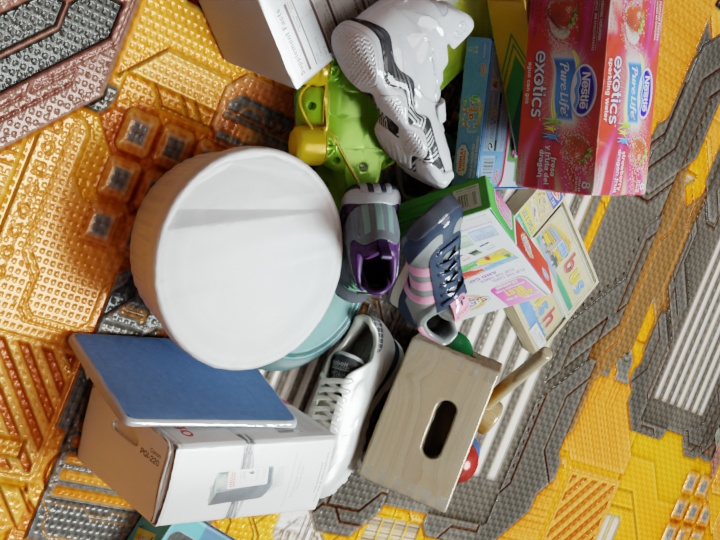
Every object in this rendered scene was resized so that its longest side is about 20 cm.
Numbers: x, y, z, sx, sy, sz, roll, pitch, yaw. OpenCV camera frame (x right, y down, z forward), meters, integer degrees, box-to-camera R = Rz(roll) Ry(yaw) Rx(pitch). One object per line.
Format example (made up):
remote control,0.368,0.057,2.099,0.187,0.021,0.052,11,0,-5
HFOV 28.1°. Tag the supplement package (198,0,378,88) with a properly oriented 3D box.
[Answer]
supplement package,-0.040,-0.276,1.303,0.200,0.113,0.110,-42,132,-21

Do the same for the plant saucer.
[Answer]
plant saucer,-0.059,0.012,1.470,0.199,0.027,0.202,-19,120,-37

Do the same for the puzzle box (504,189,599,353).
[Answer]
puzzle box,0.214,-0.009,1.726,0.133,0.025,0.201,-48,134,-19

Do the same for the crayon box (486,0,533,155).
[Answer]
crayon box,0.191,-0.231,1.451,0.127,0.050,0.202,-37,123,-37

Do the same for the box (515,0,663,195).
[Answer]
box,0.221,-0.175,1.385,0.099,0.095,0.203,-4,101,-48

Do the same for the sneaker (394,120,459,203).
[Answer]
sneaker,0.103,-0.135,1.529,0.201,0.083,0.121,-60,146,-5

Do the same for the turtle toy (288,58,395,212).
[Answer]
turtle toy,-0.009,-0.140,1.394,0.144,0.101,0.203,0,104,-19

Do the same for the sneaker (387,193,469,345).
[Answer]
sneaker,0.082,0.002,1.397,0.070,0.082,0.201,-36,161,-20

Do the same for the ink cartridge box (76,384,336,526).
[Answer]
ink cartridge box,-0.146,0.168,1.365,0.199,0.145,0.086,5,106,-45

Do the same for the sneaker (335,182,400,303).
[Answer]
sneaker,0.000,0.000,1.387,0.073,0.088,0.201,-3,152,-6

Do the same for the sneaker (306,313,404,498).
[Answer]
sneaker,-0.025,0.141,1.513,0.202,0.076,0.081,-66,156,-16

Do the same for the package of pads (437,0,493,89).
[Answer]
package of pads,0.088,-0.285,1.455,0.200,0.068,0.155,-45,133,-20

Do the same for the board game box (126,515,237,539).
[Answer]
board game box,-0.203,0.346,1.457,0.201,0.047,0.151,-57,136,-9

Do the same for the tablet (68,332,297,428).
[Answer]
tablet,-0.163,0.104,1.333,0.199,0.130,0.014,6,121,-43

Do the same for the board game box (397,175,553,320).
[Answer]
board game box,0.100,-0.013,1.513,0.200,0.152,0.041,47,32,-53

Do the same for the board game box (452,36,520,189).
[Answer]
board game box,0.176,-0.163,1.516,0.199,0.036,0.153,-4,103,-48

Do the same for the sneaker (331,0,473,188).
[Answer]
sneaker,0.059,-0.173,1.309,0.115,0.075,0.201,-45,129,-16

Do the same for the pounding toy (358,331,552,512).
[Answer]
pounding toy,0.104,0.147,1.544,0.184,0.141,0.202,0,112,-83

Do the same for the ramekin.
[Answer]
ramekin,-0.121,-0.018,1.328,0.201,0.094,0.205,-9,107,-32
